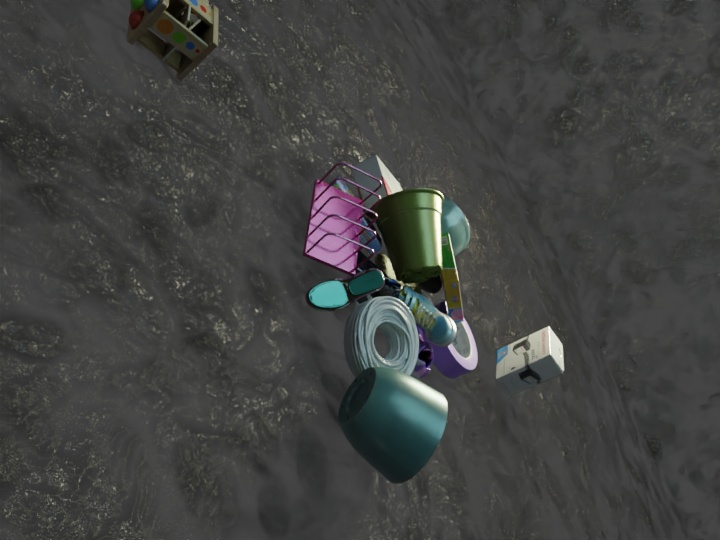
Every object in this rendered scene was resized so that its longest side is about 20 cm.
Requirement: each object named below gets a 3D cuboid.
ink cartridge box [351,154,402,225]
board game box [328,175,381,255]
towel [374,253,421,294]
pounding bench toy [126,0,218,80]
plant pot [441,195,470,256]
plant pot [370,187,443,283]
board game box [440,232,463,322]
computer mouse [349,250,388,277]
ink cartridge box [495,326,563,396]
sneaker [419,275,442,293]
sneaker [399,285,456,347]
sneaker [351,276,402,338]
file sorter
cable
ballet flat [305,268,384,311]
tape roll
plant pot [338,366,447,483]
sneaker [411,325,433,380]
[{"bbox_3d":[0.062,-0.200,1.889,0.200,0.084,0.151,39,31,-62],"label":"ink cartridge box"},{"bbox_3d":[-0.014,-0.144,1.761,0.202,0.034,0.136,55,10,-10],"label":"board game box"},{"bbox_3d":[0.104,0.057,1.823,0.199,0.036,0.152,39,37,-38],"label":"towel"},{"bbox_3d":[-0.393,-0.541,1.430,0.155,0.123,0.205,31,40,-42],"label":"pounding bench toy"},{"bbox_3d":[0.202,-0.100,1.994,0.134,0.198,0.203,-43,103,-35],"label":"plant pot"},{"bbox_3d":[0.134,-0.076,1.748,0.198,0.196,0.196,15,60,-53],"label":"plant pot"},{"bbox_3d":[0.239,0.024,1.843,0.202,0.039,0.156,72,10,-53],"label":"board game box"},{"bbox_3d":[0.000,0.000,1.690,0.200,0.052,0.139,45,27,-11],"label":"computer mouse"},{"bbox_3d":[0.529,0.285,2.156,0.084,0.197,0.146,49,30,-18],"label":"ink cartridge box"},{"bbox_3d":[0.149,-0.004,1.896,0.201,0.075,0.116,48,15,-6],"label":"sneaker"},{"bbox_3d":[0.144,0.110,1.687,0.129,0.081,0.200,28,8,-35],"label":"sneaker"},{"bbox_3d":[0.079,0.092,1.634,0.199,0.112,0.074,39,19,-19],"label":"sneaker"},{"bbox_3d":[-0.033,-0.122,1.578,0.136,0.125,0.205,21,59,-25],"label":"file sorter"},{"bbox_3d":[0.049,0.162,1.533,0.198,0.068,0.205,-26,96,-43],"label":"cable"},{"bbox_3d":[-0.038,0.047,1.532,0.195,0.071,0.071,-19,86,-24],"label":"ballet flat"},{"bbox_3d":[0.247,0.192,1.910,0.199,0.065,0.204,41,33,-34],"label":"tape roll"},{"bbox_3d":[0.052,0.289,1.369,0.160,0.200,0.203,36,34,-16],"label":"plant pot"},{"bbox_3d":[0.144,0.201,1.707,0.081,0.087,0.202,45,31,-23],"label":"sneaker"}]
